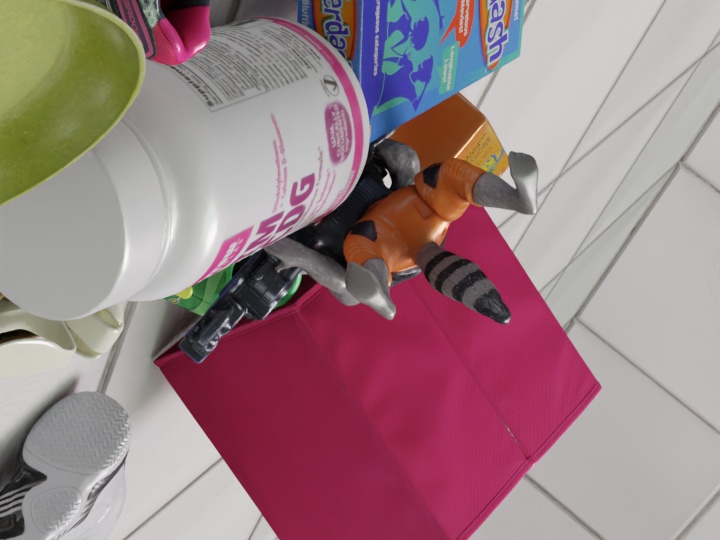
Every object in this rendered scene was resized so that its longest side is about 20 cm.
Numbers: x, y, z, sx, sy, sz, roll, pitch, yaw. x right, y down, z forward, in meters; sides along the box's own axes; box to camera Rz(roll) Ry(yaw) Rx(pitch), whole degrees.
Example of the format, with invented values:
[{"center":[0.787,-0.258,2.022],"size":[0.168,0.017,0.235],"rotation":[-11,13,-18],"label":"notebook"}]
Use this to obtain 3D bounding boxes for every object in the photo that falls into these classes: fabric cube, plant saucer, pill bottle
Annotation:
[{"center":[0.013,0.075,1.053],"size":[0.200,0.200,0.196],"rotation":[-40,-170,-36],"label":"fabric cube"},{"center":[-0.169,-0.050,0.473],"size":[0.199,0.031,0.200],"rotation":[-21,168,-5],"label":"plant saucer"},{"center":[-0.089,-0.052,0.694],"size":[0.200,0.113,0.114],"rotation":[-31,157,-55],"label":"pill bottle"}]

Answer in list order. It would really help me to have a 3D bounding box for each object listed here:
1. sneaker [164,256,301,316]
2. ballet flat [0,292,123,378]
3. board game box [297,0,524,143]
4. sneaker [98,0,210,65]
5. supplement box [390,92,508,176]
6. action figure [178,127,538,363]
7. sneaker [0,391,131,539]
[{"center":[-0.069,-0.011,0.939],"size":[0.200,0.083,0.074],"rotation":[-31,156,-57],"label":"sneaker"},{"center":[-0.163,0.018,0.725],"size":[0.068,0.072,0.200],"rotation":[-56,166,21],"label":"ballet flat"},{"center":[0.036,-0.172,0.817],"size":[0.200,0.045,0.153],"rotation":[-36,135,-50],"label":"board game box"},{"center":[-0.058,-0.174,0.557],"size":[0.081,0.075,0.200],"rotation":[-33,157,-53],"label":"sneaker"},{"center":[0.076,-0.104,1.213],"size":[0.067,0.069,0.200],"rotation":[-49,169,4],"label":"supplement box"},{"center":[0.000,0.000,0.816],"size":[0.200,0.105,0.193],"rotation":[-48,-165,-10],"label":"action figure"},{"center":[-0.221,0.178,0.954],"size":[0.200,0.075,0.115],"rotation":[-49,165,-22],"label":"sneaker"}]
